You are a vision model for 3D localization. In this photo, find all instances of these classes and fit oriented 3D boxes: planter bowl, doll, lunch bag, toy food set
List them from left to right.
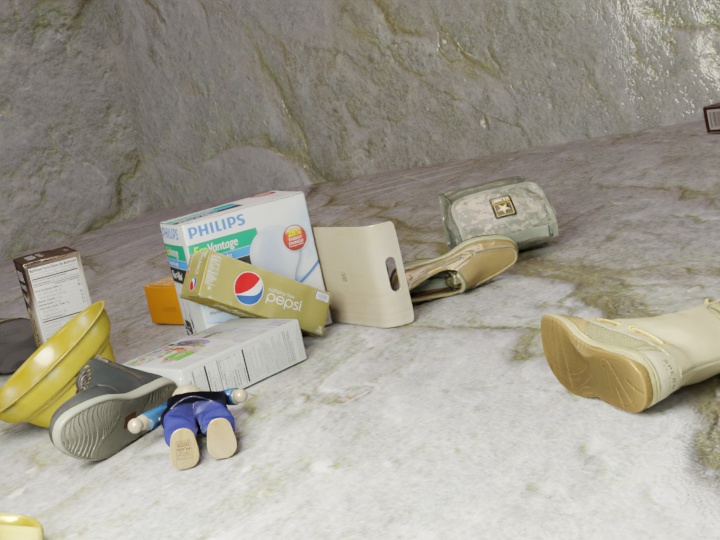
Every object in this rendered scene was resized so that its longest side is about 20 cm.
[{"bbox_3d":[-0.367,0.137,1.378,0.200,0.084,0.201,-39,16,13],"label":"planter bowl"},{"bbox_3d":[-0.187,0.161,1.208,0.135,0.049,0.200,-14,11,-10],"label":"doll"},{"bbox_3d":[0.000,0.000,1.580,0.060,0.145,0.199,-19,11,-32],"label":"toy food set"},{"bbox_3d":[0.229,-0.083,1.837,0.162,0.119,0.200,-13,16,-4],"label":"lunch bag"}]

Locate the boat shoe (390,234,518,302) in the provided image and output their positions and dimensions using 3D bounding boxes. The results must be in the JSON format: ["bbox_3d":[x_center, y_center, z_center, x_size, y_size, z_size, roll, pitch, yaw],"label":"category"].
[{"bbox_3d":[0.145,0.008,1.616,0.198,0.072,0.076,-21,25,-3],"label":"boat shoe"}]

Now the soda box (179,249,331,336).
[{"bbox_3d":[-0.142,0.034,1.508,0.198,0.065,0.067,21,-15,-30],"label":"soda box"}]

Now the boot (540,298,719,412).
[{"bbox_3d":[0.277,0.069,1.062,0.154,0.074,0.200,-16,12,-17],"label":"boot"}]

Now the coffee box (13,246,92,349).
[{"bbox_3d":[-0.414,0.074,1.531,0.079,0.202,0.113,-16,10,-22],"label":"coffee box"}]

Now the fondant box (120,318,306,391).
[{"bbox_3d":[-0.190,0.118,1.422,0.143,0.059,0.199,-2,14,46],"label":"fondant box"}]

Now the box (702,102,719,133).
[{"bbox_3d":[0.967,-0.398,2.740,0.198,0.076,0.100,-18,11,-17],"label":"box"}]

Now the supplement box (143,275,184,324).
[{"bbox_3d":[-0.263,0.030,1.941,0.125,0.074,0.199,-2,14,44],"label":"supplement box"}]

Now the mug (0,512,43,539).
[{"bbox_3d":[-0.391,0.229,0.951,0.150,0.186,0.153,-52,15,-19],"label":"mug"}]

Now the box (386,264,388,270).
[{"bbox_3d":[-0.010,-0.011,1.805,0.081,0.050,0.200,-10,21,-8],"label":"box"}]

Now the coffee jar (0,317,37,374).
[{"bbox_3d":[-0.613,0.124,1.834,0.104,0.086,0.199,-17,10,-41],"label":"coffee jar"}]

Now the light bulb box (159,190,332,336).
[{"bbox_3d":[-0.168,0.003,1.613,0.196,0.202,0.124,-18,11,-24],"label":"light bulb box"}]

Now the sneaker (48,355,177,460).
[{"bbox_3d":[-0.306,0.154,1.246,0.105,0.076,0.200,18,12,22],"label":"sneaker"}]
